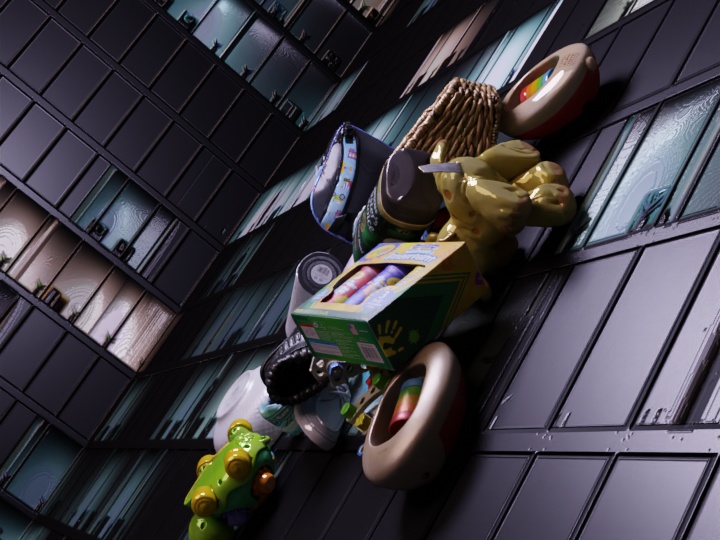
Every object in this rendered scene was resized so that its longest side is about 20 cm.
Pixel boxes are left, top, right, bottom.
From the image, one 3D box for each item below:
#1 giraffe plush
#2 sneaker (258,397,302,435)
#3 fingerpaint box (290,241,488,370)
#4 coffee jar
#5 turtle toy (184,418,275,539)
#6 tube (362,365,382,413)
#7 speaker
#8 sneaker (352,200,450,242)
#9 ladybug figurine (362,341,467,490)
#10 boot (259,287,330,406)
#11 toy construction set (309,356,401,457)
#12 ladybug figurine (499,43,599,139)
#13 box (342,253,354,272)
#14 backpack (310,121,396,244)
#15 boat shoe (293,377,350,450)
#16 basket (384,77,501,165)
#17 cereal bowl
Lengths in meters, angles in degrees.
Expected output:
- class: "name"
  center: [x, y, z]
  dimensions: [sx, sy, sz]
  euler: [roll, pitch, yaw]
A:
- class: "giraffe plush"
  center: [0.155, -0.056, 1.364]
  dimensions: [0.174, 0.196, 0.165]
  euler: [-99, 15, -55]
- class: "sneaker"
  center: [-0.096, 0.144, 1.658]
  dimensions: [0.077, 0.085, 0.203]
  euler: [-5, 65, 58]
- class: "fingerpaint box"
  center: [0.031, 0.037, 1.341]
  dimensions: [0.166, 0.074, 0.199]
  euler: [-37, 18, -24]
- class: "coffee jar"
  center: [0.051, -0.078, 1.509]
  dimensions: [0.201, 0.084, 0.106]
  euler: [118, 160, -57]
- class: "turtle toy"
  center: [-0.190, 0.320, 1.582]
  dimensions: [0.201, 0.101, 0.146]
  euler: [-50, 13, 9]
- class: "tube"
  center: [0.029, 0.120, 1.506]
  dimensions: [0.077, 0.050, 0.201]
  euler: [-43, 21, 19]
- class: "speaker"
  center: [-0.077, 0.054, 1.781]
  dimensions: [0.082, 0.080, 0.201]
  euler: [-59, -7, -30]
- class: "sneaker"
  center: [0.080, -0.074, 1.637]
  dimensions: [0.197, 0.079, 0.091]
  euler: [-19, 36, 7]
- class: "ladybug figurine"
  center: [0.068, 0.165, 1.211]
  dimensions: [0.135, 0.072, 0.201]
  euler: [-37, 20, 42]
- class: "boot"
  center: [-0.058, 0.102, 1.536]
  dimensions: [0.212, 0.079, 0.158]
  euler: [-51, 6, -8]
- class: "toy construction set"
  center: [0.013, 0.146, 1.378]
  dimensions: [0.132, 0.092, 0.200]
  euler: [-53, 34, 7]
- class: "ladybug figurine"
  center: [0.272, -0.246, 1.541]
  dimensions: [0.137, 0.072, 0.199]
  euler: [-60, 16, -26]
- class: "box"
  center: [0.000, 0.000, 1.689]
  dimensions: [0.039, 0.041, 0.202]
  euler: [-29, 27, 53]
- class: "backpack"
  center: [-0.006, -0.141, 2.006]
  dimensions: [0.203, 0.180, 0.134]
  euler: [-67, 10, -14]
- class: "boat shoe"
  center: [-0.043, 0.186, 1.540]
  dimensions: [0.069, 0.072, 0.200]
  euler: [-48, 6, 13]
- class: "basket"
  center: [0.117, -0.210, 1.590]
  dimensions: [0.200, 0.146, 0.146]
  euler: [-106, 22, -85]
- class: "cereal bowl"
  center: [-0.181, 0.231, 1.814]
  dimensions: [0.200, 0.083, 0.201]
  euler: [-48, 16, 18]
